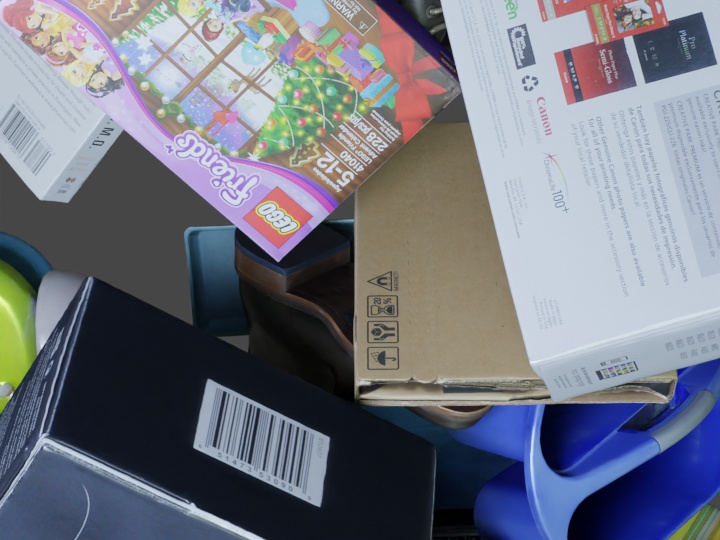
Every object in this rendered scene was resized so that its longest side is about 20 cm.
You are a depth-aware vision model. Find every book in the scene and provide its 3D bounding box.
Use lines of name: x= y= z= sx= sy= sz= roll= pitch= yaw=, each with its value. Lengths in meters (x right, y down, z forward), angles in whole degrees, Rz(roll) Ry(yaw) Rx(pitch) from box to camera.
book: x=-0.142 y=-0.154 z=1.081 sx=0.200 sy=0.048 sz=0.134 roll=-49 pitch=68 yaw=20

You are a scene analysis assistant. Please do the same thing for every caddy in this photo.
caddy: x=0.140 y=0.078 z=1.129 sx=0.105 sy=0.200 sz=0.142 roll=4 pitch=119 yaw=45

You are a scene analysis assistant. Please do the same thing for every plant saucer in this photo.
plant saucer: x=0.000 y=0.000 z=1.193 sx=0.198 sy=0.019 sz=0.070 roll=-3 pitch=112 yaw=2

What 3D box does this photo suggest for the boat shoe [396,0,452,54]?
boat shoe: x=0.030 y=-0.136 z=1.095 sx=0.073 sy=0.074 sz=0.201 roll=45 pitch=122 yaw=28

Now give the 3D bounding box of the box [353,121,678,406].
box: x=0.077 y=-0.008 z=1.093 sx=0.162 sy=0.201 sz=0.021 roll=-1 pitch=133 yaw=1

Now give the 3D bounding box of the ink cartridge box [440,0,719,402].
ink cartridge box: x=0.147 y=-0.060 z=0.992 sx=0.174 sy=0.084 sz=0.201 roll=-15 pitch=71 yaw=9

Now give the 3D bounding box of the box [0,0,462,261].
box: x=-0.064 y=-0.116 z=1.026 sx=0.137 sy=0.039 sz=0.200 roll=-42 pitch=114 yaw=17

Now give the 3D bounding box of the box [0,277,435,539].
box: x=-0.097 y=0.143 z=1.012 sx=0.199 sy=0.124 sz=0.197 roll=27 pitch=125 yaw=-15

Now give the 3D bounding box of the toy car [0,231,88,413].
toy car: x=-0.204 y=0.068 z=1.154 sx=0.174 sy=0.150 sz=0.201 roll=-5 pitch=117 yaw=7

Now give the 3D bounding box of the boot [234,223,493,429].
boot: x=0.001 y=0.053 z=1.125 sx=0.074 sy=0.200 sz=0.098 roll=-19 pitch=130 yaw=-32

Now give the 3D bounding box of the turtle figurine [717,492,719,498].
turtle figurine: x=0.235 y=0.156 z=1.176 sx=0.200 sy=0.150 sz=0.101 roll=-41 pitch=118 yaw=-8

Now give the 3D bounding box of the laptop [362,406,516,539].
laptop: x=0.042 y=0.154 z=1.205 sx=0.186 sy=0.201 sz=0.116 roll=-2 pitch=150 yaw=3

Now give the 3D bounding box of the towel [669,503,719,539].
towel: x=0.258 y=0.224 z=1.224 sx=0.199 sy=0.018 sz=0.086 roll=35 pitch=70 yaw=7
